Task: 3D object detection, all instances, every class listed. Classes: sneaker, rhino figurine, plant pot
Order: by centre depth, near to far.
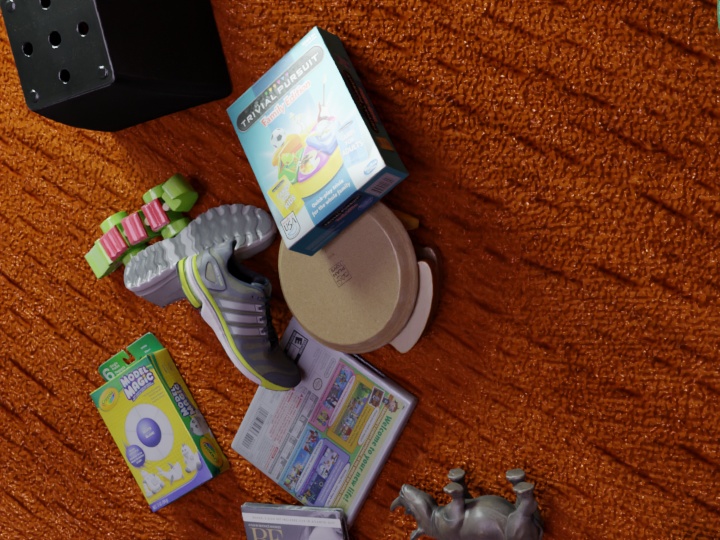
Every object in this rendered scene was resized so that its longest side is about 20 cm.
[{"bbox_3d":[0.117,0.273,1.522,0.199,0.060,0.088,-5,108,32],"label":"rhino figurine"},{"bbox_3d":[-0.127,0.053,1.562,0.081,0.074,0.200,-33,106,17],"label":"sneaker"},{"bbox_3d":[-0.296,-0.271,1.571,0.199,0.177,0.201,-12,95,29],"label":"plant pot"},{"bbox_3d":[-0.183,-0.016,1.632,0.199,0.082,0.075,-21,50,18],"label":"sneaker"}]

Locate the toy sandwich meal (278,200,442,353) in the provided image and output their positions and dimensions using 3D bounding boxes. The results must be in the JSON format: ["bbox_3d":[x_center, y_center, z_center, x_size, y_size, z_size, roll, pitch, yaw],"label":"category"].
[{"bbox_3d":[0.000,0.000,1.531,0.204,0.070,0.207,6,102,31],"label":"toy sandwich meal"}]

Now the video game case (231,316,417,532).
[{"bbox_3d":[-0.047,0.183,1.616,0.181,0.022,0.201,34,113,19],"label":"video game case"}]

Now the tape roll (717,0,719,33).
[{"bbox_3d":[0.434,-0.246,1.253,0.199,0.048,0.202,6,102,27],"label":"tape roll"}]

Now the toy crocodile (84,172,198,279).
[{"bbox_3d":[-0.271,-0.052,1.667,0.199,0.062,0.068,-32,84,30],"label":"toy crocodile"}]

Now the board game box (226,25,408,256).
[{"bbox_3d":[-0.052,-0.142,1.493,0.151,0.047,0.201,-39,61,24],"label":"board game box"}]

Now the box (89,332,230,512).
[{"bbox_3d":[-0.261,0.190,1.720,0.117,0.048,0.201,-33,82,29],"label":"box"}]

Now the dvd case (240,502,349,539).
[{"bbox_3d":[-0.067,0.382,1.656,0.148,0.016,0.202,-3,103,33],"label":"dvd case"}]
